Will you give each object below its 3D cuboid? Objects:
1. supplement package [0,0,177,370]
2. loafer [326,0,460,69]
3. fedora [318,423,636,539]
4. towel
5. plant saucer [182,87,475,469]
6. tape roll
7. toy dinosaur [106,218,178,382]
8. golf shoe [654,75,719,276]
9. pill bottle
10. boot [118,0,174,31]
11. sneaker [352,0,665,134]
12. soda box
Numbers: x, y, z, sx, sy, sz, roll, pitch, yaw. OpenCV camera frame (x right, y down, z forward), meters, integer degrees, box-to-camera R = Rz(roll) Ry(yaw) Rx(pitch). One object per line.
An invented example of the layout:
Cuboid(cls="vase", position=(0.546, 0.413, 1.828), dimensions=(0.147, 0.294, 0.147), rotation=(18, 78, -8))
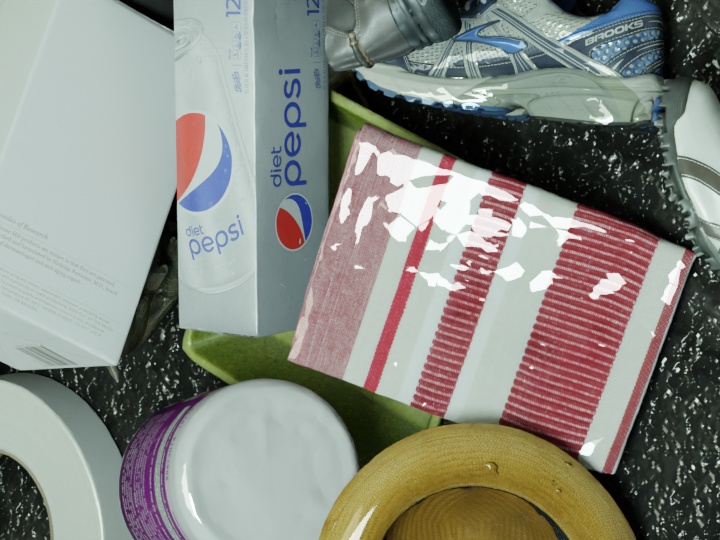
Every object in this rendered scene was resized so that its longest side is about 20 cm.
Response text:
Cuboid(cls="supplement package", position=(-0.187, -0.056, 1.530), dimensions=(0.121, 0.119, 0.201), rotation=(-5, 63, 53))
Cuboid(cls="loafer", position=(-0.005, -0.191, 1.443), dimensions=(0.072, 0.073, 0.201), rotation=(-27, 42, 11))
Cuboid(cls="fedora", position=(0.065, 0.181, 1.459), dimensions=(0.199, 0.082, 0.202), rotation=(0, 95, -4))
Cuboid(cls="towel", position=(0.071, 0.017, 1.438), dimensions=(0.199, 0.023, 0.145), rotation=(21, 108, 5))
Cuboid(cls="plant saucer", position=(0.000, 0.000, 1.532), dimensions=(0.199, 0.048, 0.201), rotation=(30, 114, 33))
Cuboid(cls="tape roll", position=(-0.233, 0.171, 1.753), dimensions=(0.202, 0.037, 0.204), rotation=(5, 99, 38))
Cuboid(cls="toy dinosaur", position=(-0.139, 0.005, 1.602), dimensions=(0.102, 0.076, 0.201), rotation=(123, 148, -41))
Cuboid(cls="golf shoe", position=(0.222, -0.018, 1.343), dimensions=(0.094, 0.078, 0.201), rotation=(-25, 81, 21))
Cuboid(cls="pill bottle", position=(-0.081, 0.126, 1.526), dimensions=(0.200, 0.112, 0.113), rotation=(159, 99, -69))
Cuboid(cls="boot", position=(-0.159, -0.186, 1.567), dimensions=(0.199, 0.151, 0.074), rotation=(16, 71, 34))
Cuboid(cls="sneaker", position=(0.086, -0.127, 1.439), dimensions=(0.199, 0.077, 0.086), rotation=(9, 91, 31))
Cuboid(cls="soda box", position=(-0.063, -0.066, 1.490), dimensions=(0.063, 0.068, 0.202), rotation=(5, 99, 39))
